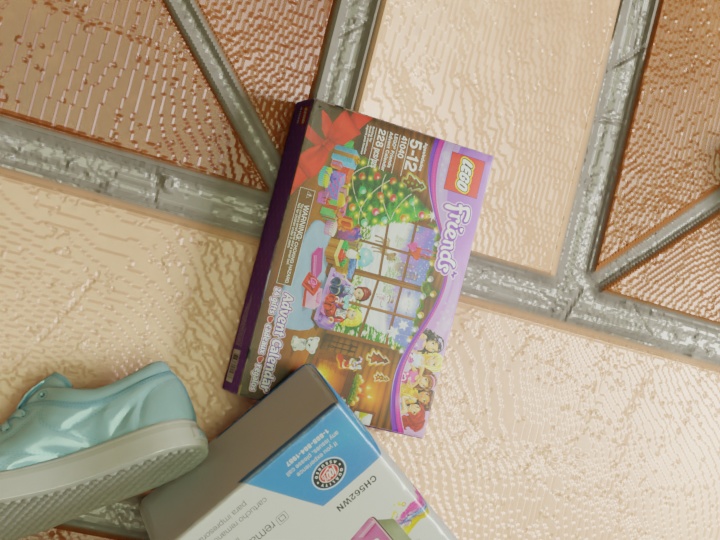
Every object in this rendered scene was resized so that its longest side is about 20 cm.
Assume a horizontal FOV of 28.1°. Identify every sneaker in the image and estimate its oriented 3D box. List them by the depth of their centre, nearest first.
[{"bbox_3d":[-0.198,0.110,0.887,0.200,0.074,0.082,-15,61,-12],"label":"sneaker"}]

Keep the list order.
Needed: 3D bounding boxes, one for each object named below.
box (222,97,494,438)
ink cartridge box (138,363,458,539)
[{"bbox_3d":[0.000,0.000,0.962,0.137,0.039,0.200,15,87,-21],"label":"box"},{"bbox_3d":[-0.020,0.185,0.918,0.144,0.085,0.200,-40,113,-4],"label":"ink cartridge box"}]
